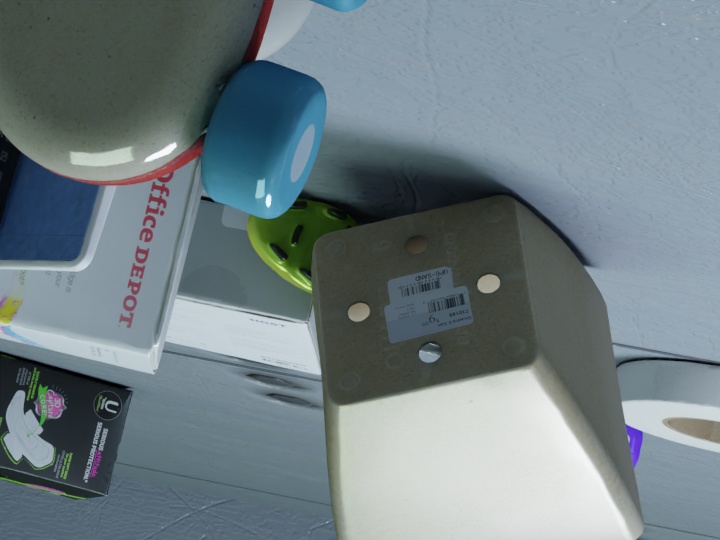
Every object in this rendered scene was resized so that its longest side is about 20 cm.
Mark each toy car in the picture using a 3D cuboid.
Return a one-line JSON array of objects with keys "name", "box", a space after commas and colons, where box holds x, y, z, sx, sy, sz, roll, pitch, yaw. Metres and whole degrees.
[{"name": "toy car", "box": [-0.076, -0.119, 1.106, 0.184, 0.177, 0.200, 21, -177, 12]}]

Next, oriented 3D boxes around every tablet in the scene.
[{"name": "tablet", "box": [-0.216, -0.062, 1.562, 0.200, 0.130, 0.014, 2, 161, 42]}]

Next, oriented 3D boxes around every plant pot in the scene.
[{"name": "plant pot", "box": [0.060, 0.064, 1.652, 0.199, 0.200, 0.177, -12, 142, 8]}]

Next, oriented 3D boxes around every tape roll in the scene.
[{"name": "tape roll", "box": [0.301, 0.116, 2.076, 0.202, 0.037, 0.203, 12, 168, 2]}]

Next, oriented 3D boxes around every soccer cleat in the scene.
[{"name": "soccer cleat", "box": [0.000, 0.001, 1.789, 0.200, 0.065, 0.084, 19, 168, -28]}]

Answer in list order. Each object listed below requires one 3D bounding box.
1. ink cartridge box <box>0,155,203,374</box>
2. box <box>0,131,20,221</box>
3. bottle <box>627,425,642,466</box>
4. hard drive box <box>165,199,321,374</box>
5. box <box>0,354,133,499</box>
[{"name": "ink cartridge box", "box": [-0.214, -0.026, 1.688, 0.200, 0.146, 0.088, 12, 169, 1]}, {"name": "box", "box": [-0.309, -0.065, 1.484, 0.124, 0.197, 0.200, 5, 165, 32]}, {"name": "bottle", "box": [0.154, 0.128, 2.214, 0.200, 0.065, 0.083, 22, 166, -38]}, {"name": "hard drive box", "box": [-0.099, 0.010, 1.905, 0.156, 0.077, 0.200, 12, 169, 4]}, {"name": "box", "box": [-0.375, 0.170, 2.828, 0.200, 0.124, 0.149, 18, 168, -17]}]
